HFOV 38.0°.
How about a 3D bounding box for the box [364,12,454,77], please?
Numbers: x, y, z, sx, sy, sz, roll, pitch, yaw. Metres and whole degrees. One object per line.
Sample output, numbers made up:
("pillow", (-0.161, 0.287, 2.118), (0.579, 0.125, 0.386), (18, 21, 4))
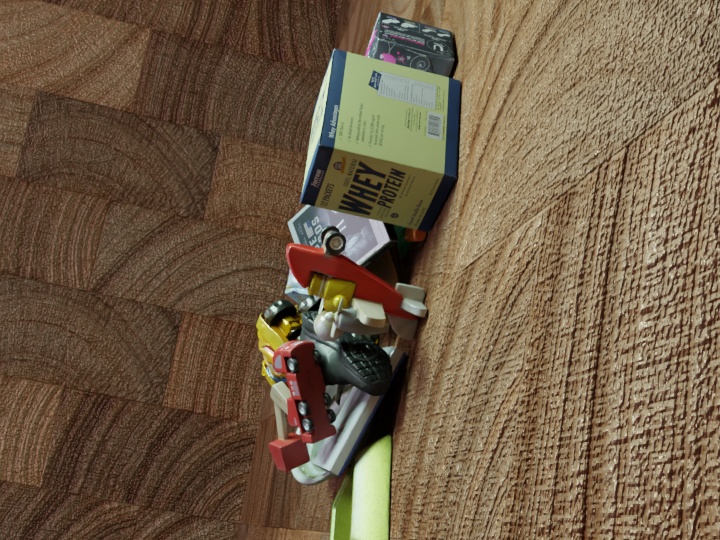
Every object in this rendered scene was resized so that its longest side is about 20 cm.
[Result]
("box", (0.062, -0.294, 1.703), (0.115, 0.132, 0.200), (-88, 13, -56))

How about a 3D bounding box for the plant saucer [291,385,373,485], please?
("plant saucer", (-0.033, 0.259, 1.675), (0.200, 0.050, 0.200), (-42, 27, 27))

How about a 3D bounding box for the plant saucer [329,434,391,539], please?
("plant saucer", (-0.007, 0.365, 1.500), (0.200, 0.048, 0.200), (-86, 13, -45))

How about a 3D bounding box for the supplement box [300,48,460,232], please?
("supplement box", (0.031, -0.191, 1.540), (0.134, 0.199, 0.201), (114, 166, -52))

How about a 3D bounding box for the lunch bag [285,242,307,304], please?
("lunch bag", (-0.058, -0.005, 2.087), (0.200, 0.127, 0.170), (52, -134, -68))

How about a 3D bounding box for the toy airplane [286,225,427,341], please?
("toy airplane", (-0.006, 0.045, 1.480), (0.141, 0.199, 0.200), (-55, -31, 4))

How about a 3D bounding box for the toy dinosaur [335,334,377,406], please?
("toy dinosaur", (-0.020, 0.111, 1.623), (0.047, 0.088, 0.200), (-40, 12, 45))

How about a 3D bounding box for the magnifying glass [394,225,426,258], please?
("magnifying glass", (0.074, -0.057, 1.661), (0.200, 0.022, 0.080), (-174, 94, -80))

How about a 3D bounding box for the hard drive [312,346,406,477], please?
("hard drive", (-0.003, 0.208, 1.556), (0.200, 0.025, 0.132), (-61, 8, -12))

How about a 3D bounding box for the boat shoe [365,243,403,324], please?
("boat shoe", (0.036, -0.008, 1.656), (0.070, 0.070, 0.201), (9, -104, -66))

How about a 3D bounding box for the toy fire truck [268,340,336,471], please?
("toy fire truck", (-0.098, 0.202, 1.556), (0.141, 0.049, 0.201), (-5, 101, 55))

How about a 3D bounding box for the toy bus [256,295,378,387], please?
("toy bus", (-0.100, 0.149, 1.755), (0.136, 0.200, 0.192), (48, 125, 25))

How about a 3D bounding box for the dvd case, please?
("dvd case", (-0.031, -0.062, 1.649), (0.200, 0.025, 0.151), (-39, 63, 40))

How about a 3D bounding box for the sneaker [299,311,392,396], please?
("sneaker", (-0.025, 0.136, 1.525), (0.200, 0.076, 0.091), (39, 120, 48))
